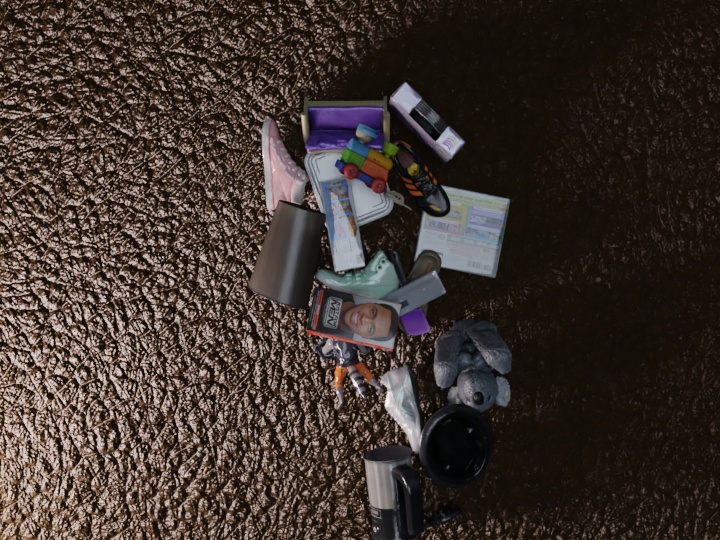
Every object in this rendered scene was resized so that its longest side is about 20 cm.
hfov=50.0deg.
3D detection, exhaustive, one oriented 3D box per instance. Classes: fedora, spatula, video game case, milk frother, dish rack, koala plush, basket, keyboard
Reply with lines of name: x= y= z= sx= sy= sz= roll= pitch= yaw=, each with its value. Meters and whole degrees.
fedora: x=0.207 y=0.391 z=1.771 sx=0.196 sy=0.091 sz=0.206 roll=-3 pitch=101 yaw=-17
spatula: x=0.102 y=0.051 z=1.736 sx=0.055 sy=0.021 sz=0.205 roll=-15 pitch=97 yaw=18
video game case: x=0.234 y=-0.093 z=1.788 sx=0.195 sy=0.022 sz=0.187 roll=11 pitch=93 yaw=-2
milk frother: x=0.122 y=0.506 z=1.779 sx=0.197 sy=0.178 sz=0.193 roll=-11 pitch=96 yaw=-44
dish rack: x=-0.026 y=-0.201 z=1.762 sx=0.168 sy=0.044 sz=0.204 roll=-20 pitch=93 yaw=0
koala plush: x=0.262 y=0.235 z=1.758 sx=0.173 sy=0.185 sz=0.204 roll=-15 pitch=115 yaw=8
basket: x=-0.153 y=-0.041 z=1.695 sx=0.134 sy=0.180 sz=0.205 roll=12 pitch=99 yaw=-32
keyboard: x=0.094 y=0.069 z=1.726 sx=0.197 sy=0.011 sz=0.057 roll=-28 pitch=98 yaw=16

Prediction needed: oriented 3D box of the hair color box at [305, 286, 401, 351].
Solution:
hair color box: x=-0.014 y=0.107 z=1.696 sx=0.195 sy=0.061 sz=0.104 roll=11 pitch=79 yaw=4

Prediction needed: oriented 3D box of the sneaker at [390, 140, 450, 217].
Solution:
sneaker: x=0.128 y=-0.204 z=1.728 sx=0.069 sy=0.090 sz=0.202 roll=-36 pitch=83 yaw=7

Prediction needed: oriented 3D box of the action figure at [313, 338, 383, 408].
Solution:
action figure: x=-0.002 y=0.190 z=1.752 sx=0.196 sy=0.105 sz=0.198 roll=-18 pitch=84 yaw=-5

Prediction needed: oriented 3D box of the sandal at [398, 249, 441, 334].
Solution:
sandal: x=0.131 y=0.052 z=1.769 sx=0.079 sy=0.054 sz=0.204 roll=20 pitch=104 yaw=-3

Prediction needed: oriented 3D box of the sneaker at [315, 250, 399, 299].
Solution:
sneaker: x=0.000 y=0.000 z=1.757 sx=0.196 sy=0.074 sz=0.121 roll=17 pitch=99 yaw=-13

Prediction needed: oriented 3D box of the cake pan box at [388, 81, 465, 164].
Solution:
cake pan box: x=0.140 y=-0.318 z=1.682 sx=0.184 sy=0.200 sz=0.052 roll=43 pitch=94 yaw=-1

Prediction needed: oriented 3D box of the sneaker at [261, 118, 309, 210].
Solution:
sneaker: x=-0.166 y=-0.240 z=1.737 sx=0.102 sy=0.075 sz=0.206 roll=-2 pitch=101 yaw=3

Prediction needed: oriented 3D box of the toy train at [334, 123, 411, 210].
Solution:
toy train: x=0.053 y=-0.228 z=1.689 sx=0.197 sy=0.085 sz=0.118 roll=25 pitch=99 yaw=-19

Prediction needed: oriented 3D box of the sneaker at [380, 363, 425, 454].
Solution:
sneaker: x=0.102 y=0.325 z=1.789 sx=0.078 sy=0.070 sz=0.205 roll=-15 pitch=82 yaw=12

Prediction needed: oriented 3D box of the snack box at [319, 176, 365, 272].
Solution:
snack box: x=-0.040 y=-0.103 z=1.719 sx=0.070 sy=0.024 sz=0.205 roll=-10 pitch=85 yaw=0

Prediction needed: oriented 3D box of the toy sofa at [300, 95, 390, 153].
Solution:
toy sofa: x=-0.032 y=-0.323 z=1.710 sx=0.194 sy=0.084 sz=0.099 roll=0 pitch=52 yaw=1
